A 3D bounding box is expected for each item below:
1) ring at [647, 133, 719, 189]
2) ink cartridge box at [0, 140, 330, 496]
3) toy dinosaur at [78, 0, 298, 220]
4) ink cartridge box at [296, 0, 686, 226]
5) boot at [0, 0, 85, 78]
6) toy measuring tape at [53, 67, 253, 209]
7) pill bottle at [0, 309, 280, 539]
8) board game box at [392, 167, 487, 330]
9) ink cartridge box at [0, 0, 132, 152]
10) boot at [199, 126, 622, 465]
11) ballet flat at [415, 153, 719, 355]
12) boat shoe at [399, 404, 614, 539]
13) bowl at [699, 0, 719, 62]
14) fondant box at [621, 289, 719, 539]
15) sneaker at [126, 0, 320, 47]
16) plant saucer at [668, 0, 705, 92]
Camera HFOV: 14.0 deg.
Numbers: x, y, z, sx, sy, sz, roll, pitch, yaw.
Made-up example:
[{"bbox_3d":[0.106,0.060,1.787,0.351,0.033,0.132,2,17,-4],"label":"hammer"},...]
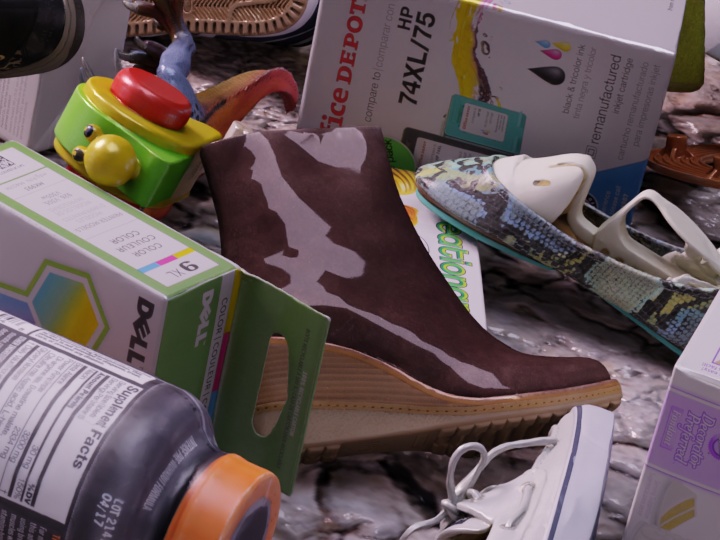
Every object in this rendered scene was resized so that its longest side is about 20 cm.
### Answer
[{"bbox_3d":[0.268,-0.063,1.736,0.199,0.019,0.200,3,10,-1],"label":"ring"},{"bbox_3d":[-0.117,0.030,1.376,0.199,0.104,0.059,28,31,25],"label":"ink cartridge box"},{"bbox_3d":[-0.106,-0.065,1.563,0.199,0.105,0.183,10,54,-21],"label":"toy dinosaur"},{"bbox_3d":[0.076,-0.123,1.682,0.199,0.147,0.146,14,36,3],"label":"ink cartridge box"},{"bbox_3d":[-0.260,-0.118,1.515,0.199,0.074,0.150,-7,-1,22],"label":"boot"},{"bbox_3d":[-0.108,-0.069,1.480,0.073,0.074,0.200,18,12,9],"label":"toy measuring tape"},{"bbox_3d":[-0.135,0.084,1.268,0.199,0.107,0.106,23,29,16],"label":"pill bottle"},{"bbox_3d":[0.000,0.000,1.555,0.125,0.035,0.200,10,28,-7],"label":"board game box"},{"bbox_3d":[-0.224,-0.164,1.672,0.199,0.117,0.067,33,33,31],"label":"ink cartridge box"},{"bbox_3d":[0.025,0.006,1.435,0.198,0.072,0.168,-3,72,-17],"label":"boot"},{"bbox_3d":[0.127,-0.024,1.579,0.199,0.075,0.074,29,29,3],"label":"ballet flat"},{"bbox_3d":[0.061,0.123,1.328,0.085,0.075,0.202,14,37,7],"label":"boat shoe"},{"bbox_3d":[0.298,-0.146,1.844,0.199,0.075,0.200,17,13,-29],"label":"bowl"},{"bbox_3d":[0.179,0.072,1.382,0.058,0.145,0.200,19,28,11],"label":"fondant box"},{"bbox_3d":[-0.100,-0.175,1.803,0.199,0.071,0.108,9,8,24],"label":"sneaker"},{"bbox_3d":[0.106,-0.195,1.759,0.199,0.201,0.048,10,36,19],"label":"plant saucer"}]
